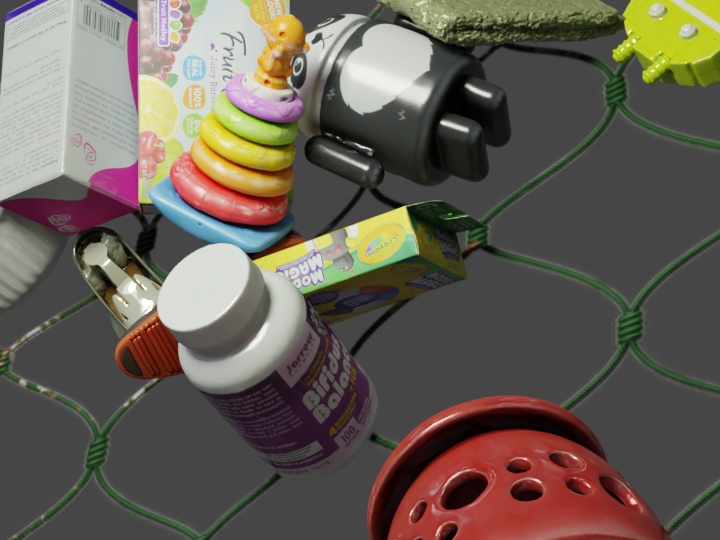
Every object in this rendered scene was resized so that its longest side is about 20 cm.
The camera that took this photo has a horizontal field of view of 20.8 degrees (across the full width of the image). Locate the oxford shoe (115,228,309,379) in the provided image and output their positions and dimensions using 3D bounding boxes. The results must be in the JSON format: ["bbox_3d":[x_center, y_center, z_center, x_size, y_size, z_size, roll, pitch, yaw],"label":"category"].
[{"bbox_3d":[-0.132,0.027,1.726,0.199,0.071,0.073,-30,35,-12],"label":"oxford shoe"}]

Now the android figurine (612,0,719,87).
[{"bbox_3d":[0.306,-0.232,1.675,0.200,0.041,0.182,-38,42,-3],"label":"android figurine"}]

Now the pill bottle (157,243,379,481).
[{"bbox_3d":[-0.074,0.071,1.547,0.112,0.200,0.113,-19,46,20],"label":"pill bottle"}]

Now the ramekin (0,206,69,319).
[{"bbox_3d":[-0.369,-0.039,1.896,0.200,0.105,0.201,-32,35,26],"label":"ramekin"}]

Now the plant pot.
[{"bbox_3d":[0.108,0.200,1.317,0.200,0.201,0.183,-31,32,7],"label":"plant pot"}]

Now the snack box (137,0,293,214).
[{"bbox_3d":[-0.133,-0.154,1.793,0.141,0.053,0.202,-1,79,-6],"label":"snack box"}]

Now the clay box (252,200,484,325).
[{"bbox_3d":[0.000,0.000,1.620,0.199,0.115,0.048,-18,73,20],"label":"clay box"}]

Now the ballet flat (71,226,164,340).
[{"bbox_3d":[-0.211,0.022,1.788,0.067,0.064,0.200,-41,42,-6],"label":"ballet flat"}]

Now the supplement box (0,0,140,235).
[{"bbox_3d":[-0.268,-0.149,1.824,0.103,0.101,0.201,-19,60,35],"label":"supplement box"}]

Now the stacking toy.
[{"bbox_3d":[-0.090,-0.127,1.662,0.116,0.201,0.110,26,25,10],"label":"stacking toy"}]

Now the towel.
[{"bbox_3d":[0.120,-0.235,1.729,0.199,0.037,0.148,-6,29,-29],"label":"towel"}]

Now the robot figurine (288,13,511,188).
[{"bbox_3d":[0.031,-0.149,1.704,0.199,0.126,0.150,23,24,23],"label":"robot figurine"}]
